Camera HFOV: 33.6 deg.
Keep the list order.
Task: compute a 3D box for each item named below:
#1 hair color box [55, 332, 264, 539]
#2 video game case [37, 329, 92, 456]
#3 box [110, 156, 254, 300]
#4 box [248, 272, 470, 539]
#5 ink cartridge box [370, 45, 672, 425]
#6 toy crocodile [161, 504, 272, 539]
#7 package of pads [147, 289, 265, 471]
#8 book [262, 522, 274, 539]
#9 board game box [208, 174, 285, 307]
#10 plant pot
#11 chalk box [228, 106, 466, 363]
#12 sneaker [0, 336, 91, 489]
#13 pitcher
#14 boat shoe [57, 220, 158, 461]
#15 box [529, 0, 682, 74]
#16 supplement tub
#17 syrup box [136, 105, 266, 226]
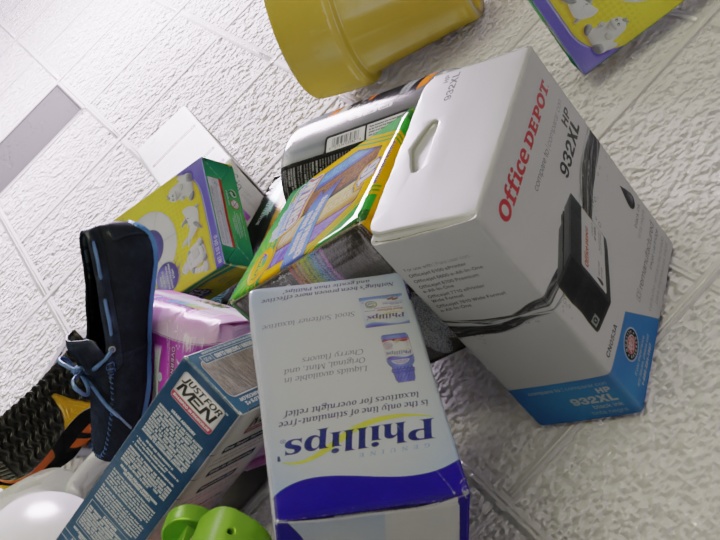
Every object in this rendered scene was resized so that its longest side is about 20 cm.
[{"bbox_3d":[-0.130,0.140,0.870,0.200,0.061,0.100,-52,-15,24],"label":"hair color box"},{"bbox_3d":[-0.272,0.121,1.207,0.199,0.018,0.144,-5,49,45],"label":"video game case"},{"bbox_3d":[-0.194,-0.011,1.152,0.199,0.048,0.118,-32,62,33],"label":"box"},{"bbox_3d":[-0.004,0.135,0.725,0.104,0.185,0.201,-7,36,-5],"label":"box"},{"bbox_3d":[0.112,-0.018,0.765,0.083,0.200,0.146,-13,44,40],"label":"ink cartridge box"},{"bbox_3d":[-0.124,0.220,0.783,0.200,0.061,0.068,-54,13,31],"label":"toy crocodile"},{"bbox_3d":[-0.142,0.087,1.009,0.199,0.075,0.121,11,100,53],"label":"package of pads"},{"bbox_3d":[-0.097,0.249,0.845,0.199,0.048,0.134,-26,33,26],"label":"book"},{"bbox_3d":[-0.072,-0.014,1.126,0.135,0.028,0.201,-4,51,46],"label":"board game box"},{"bbox_3d":[0.019,-0.293,1.207,0.188,0.201,0.202,-12,42,17],"label":"plant pot"},{"bbox_3d":[0.000,0.000,0.867,0.200,0.124,0.124,-28,27,46],"label":"chalk box"},{"bbox_3d":[-0.268,0.128,1.116,0.200,0.070,0.090,-42,-10,-26],"label":"sneaker"},{"bbox_3d":[-0.239,0.217,0.979,0.172,0.121,0.200,-44,20,-8],"label":"pitcher"},{"bbox_3d":[-0.217,0.058,0.990,0.084,0.068,0.202,3,91,54],"label":"boat shoe"},{"bbox_3d":[0.231,-0.269,0.980,0.200,0.117,0.048,-38,21,10],"label":"box"},{"bbox_3d":[0.044,-0.085,0.941,0.199,0.123,0.123,-13,43,38],"label":"supplement tub"},{"bbox_3d":[-0.168,-0.098,1.280,0.081,0.079,0.200,-43,33,1],"label":"syrup box"}]
